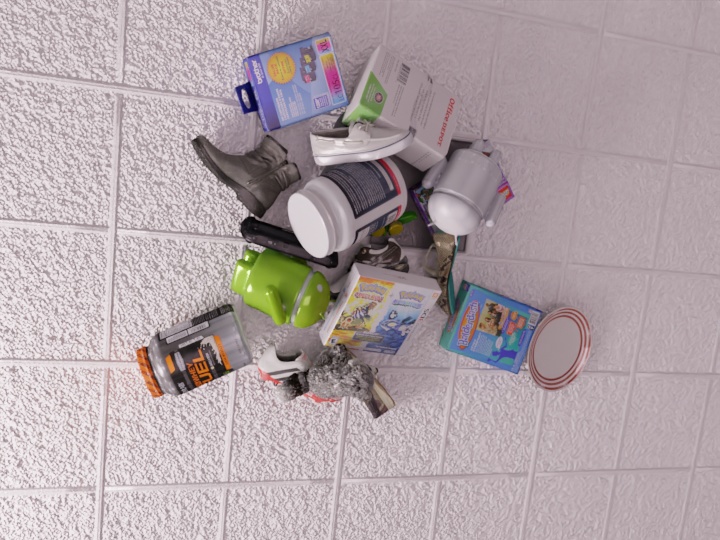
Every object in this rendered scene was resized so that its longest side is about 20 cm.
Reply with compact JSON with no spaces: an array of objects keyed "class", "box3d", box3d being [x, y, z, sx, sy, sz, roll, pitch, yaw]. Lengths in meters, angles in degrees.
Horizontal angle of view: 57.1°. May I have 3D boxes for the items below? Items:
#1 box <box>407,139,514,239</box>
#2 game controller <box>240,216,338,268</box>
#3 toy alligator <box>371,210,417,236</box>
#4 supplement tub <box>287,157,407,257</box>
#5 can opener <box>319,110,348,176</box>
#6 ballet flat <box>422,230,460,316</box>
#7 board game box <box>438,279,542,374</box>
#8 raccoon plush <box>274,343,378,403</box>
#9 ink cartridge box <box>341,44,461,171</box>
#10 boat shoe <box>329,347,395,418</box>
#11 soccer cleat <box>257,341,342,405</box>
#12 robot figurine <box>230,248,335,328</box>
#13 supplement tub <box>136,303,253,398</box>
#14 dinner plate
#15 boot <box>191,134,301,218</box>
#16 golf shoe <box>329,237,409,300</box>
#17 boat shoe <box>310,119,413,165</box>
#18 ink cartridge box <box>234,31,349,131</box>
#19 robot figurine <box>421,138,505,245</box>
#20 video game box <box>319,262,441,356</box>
[{"class":"box","box3d":[0.213,-0.162,1.391,0.198,0.039,0.139,-33,107,-9]},{"class":"game controller","box3d":[-0.135,-0.054,1.271,0.196,0.104,0.043,18,99,-19]},{"class":"toy alligator","box3d":[0.020,-0.092,1.341,0.195,0.060,0.055,-6,143,-16]},{"class":"supplement tub","box3d":[-0.022,-0.124,1.231,0.198,0.139,0.143,-30,109,-30]},{"class":"can opener","box3d":[-0.049,-0.210,1.300,0.052,0.066,0.203,23,96,-58]},{"class":"ballet flat","box3d":[0.167,0.003,1.388,0.073,0.068,0.204,7,124,13]},{"class":"board game box","box3d":[0.288,0.127,1.465,0.196,0.045,0.155,20,94,-20]},{"class":"raccoon plush","box3d":[-0.058,0.230,1.262,0.198,0.134,0.098,-36,109,-6]},{"class":"ink cartridge box","box3d":[0.082,-0.308,1.273,0.197,0.084,0.148,28,66,-20]},{"class":"boat shoe","box3d":[-0.004,0.234,1.385,0.065,0.072,0.201,-44,115,-10]},{"class":"soccer cleat","box3d":[-0.113,0.209,1.347,0.196,0.069,0.087,23,104,-15]},{"class":"robot figurine","box3d":[-0.145,0.035,1.262,0.196,0.176,0.118,24,119,3]},{"class":"supplement tub","box3d":[-0.311,0.155,1.248,0.196,0.122,0.125,-23,106,-11]},{"class":"dinner plate","box3d":[0.456,0.179,1.525,0.196,0.024,0.206,-6,104,-26]},{"class":"boot","box3d":[-0.212,-0.209,1.247,0.131,0.067,0.200,-48,117,-8]},{"class":"golf shoe","box3d":[0.000,0.000,1.349,0.196,0.078,0.096,-21,83,-10]},{"class":"boat shoe","box3d":[-0.001,-0.243,1.211,0.195,0.072,0.067,-2,121,26]},{"class":"ink cartridge box","box3d":[-0.135,-0.344,1.233,0.196,0.076,0.140,-21,106,-10]},{"class":"robot figurine","box3d":[0.203,-0.155,1.297,0.167,0.113,0.203,28,78,1]},{"class":"video game box","box3d":[0.040,0.083,1.328,0.196,0.047,0.185,10,121,-28]}]
